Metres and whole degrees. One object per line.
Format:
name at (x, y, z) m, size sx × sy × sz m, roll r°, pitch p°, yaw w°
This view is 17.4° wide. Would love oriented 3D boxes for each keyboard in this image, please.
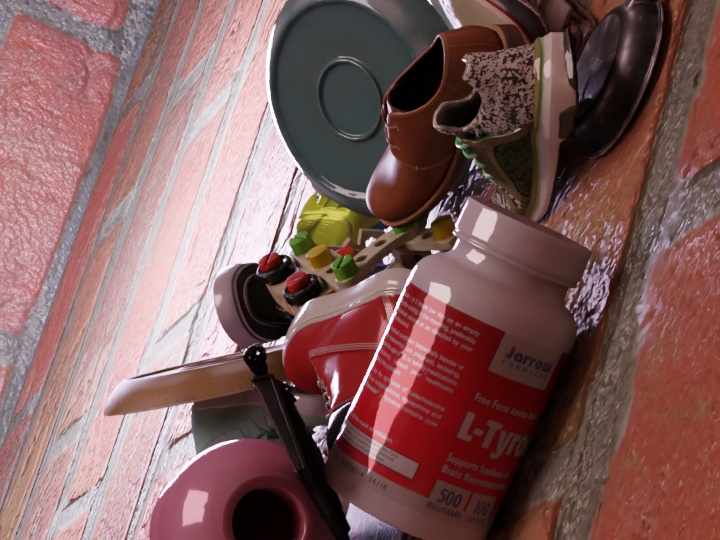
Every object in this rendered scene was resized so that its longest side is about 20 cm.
keyboard at (-0.041, 0.105, 1.515) m, size 0.127 × 0.021 × 0.200 m, roll 63°, pitch 177°, yaw 21°

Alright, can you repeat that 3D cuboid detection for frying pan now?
frying pan at (0.182, -0.158, 1.542) m, size 0.115 × 0.031 × 0.190 m, roll -88°, pitch 22°, yaw -54°

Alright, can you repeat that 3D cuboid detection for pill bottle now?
pill bottle at (0.065, 0.061, 1.459) m, size 0.200 × 0.112 × 0.112 m, roll -66°, pitch 14°, yaw 6°

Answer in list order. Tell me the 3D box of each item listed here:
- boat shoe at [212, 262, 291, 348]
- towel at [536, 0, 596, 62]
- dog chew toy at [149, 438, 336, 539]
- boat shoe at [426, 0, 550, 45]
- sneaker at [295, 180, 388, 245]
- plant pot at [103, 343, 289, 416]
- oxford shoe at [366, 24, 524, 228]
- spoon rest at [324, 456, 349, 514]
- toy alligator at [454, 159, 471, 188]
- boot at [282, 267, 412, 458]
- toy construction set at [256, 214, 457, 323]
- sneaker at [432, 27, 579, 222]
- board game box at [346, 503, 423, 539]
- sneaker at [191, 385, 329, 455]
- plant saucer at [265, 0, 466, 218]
boat shoe at (-0.056, 0.022, 1.887) m, size 0.200 × 0.057 × 0.069 m, roll 0°, pitch -107°, yaw -68°
towel at (0.118, -0.149, 1.745) m, size 0.133 × 0.034 × 0.200 m, roll -63°, pitch 14°, yaw 13°
dog chew toy at (-0.094, 0.186, 1.677) m, size 0.200 × 0.125 × 0.125 m, roll -27°, pitch 43°, yaw 69°
boat shoe at (0.094, -0.196, 1.708) m, size 0.063 × 0.071 × 0.200 m, roll -31°, pitch 24°, yaw -9°
sneaker at (0.014, -0.094, 1.882) m, size 0.105 × 0.076 × 0.200 m, roll -31°, pitch -23°, yaw -45°
plant pot at (-0.117, 0.086, 1.946) m, size 0.200 × 0.200 × 0.027 m, roll 169°, pitch 88°, yaw -73°
oxford shoe at (0.040, -0.104, 1.654) m, size 0.200 × 0.071 × 0.071 m, roll -59°, pitch 40°, yaw 44°
spoon rest at (-0.046, 0.220, 1.770) m, size 0.200 × 0.061 × 0.099 m, roll -60°, pitch 10°, yaw -29°
toy alligator at (0.061, -0.137, 1.894) m, size 0.059 × 0.054 × 0.200 m, roll -59°, pitch 17°, yaw 33°
boot at (-0.014, 0.091, 1.654) m, size 0.200 × 0.072 × 0.144 m, roll -32°, pitch 39°, yaw 61°
toy construction set at (0.000, 0.000, 1.787) m, size 0.131 × 0.092 × 0.200 m, roll -33°, pitch 9°, yaw -11°
sneaker at (0.091, -0.097, 1.580) m, size 0.200 × 0.089 × 0.077 m, roll 99°, pitch 175°, yaw -59°
board game box at (0.038, 0.129, 1.612) m, size 0.135 × 0.035 × 0.200 m, roll -36°, pitch 34°, yaw 65°
sneaker at (-0.072, 0.155, 1.943) m, size 0.200 × 0.074 × 0.118 m, roll -12°, pitch 79°, yaw 57°
plant saucer at (-0.001, -0.132, 1.785) m, size 0.027 × 0.200 × 0.200 m, roll -24°, pitch -24°, yaw -46°
